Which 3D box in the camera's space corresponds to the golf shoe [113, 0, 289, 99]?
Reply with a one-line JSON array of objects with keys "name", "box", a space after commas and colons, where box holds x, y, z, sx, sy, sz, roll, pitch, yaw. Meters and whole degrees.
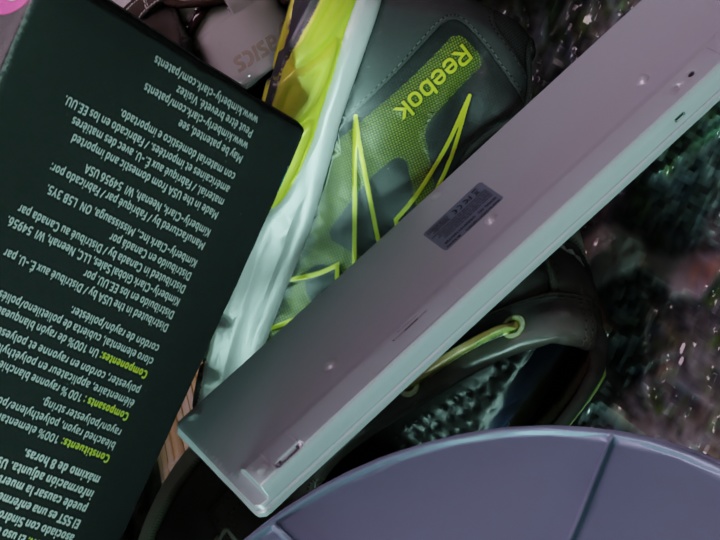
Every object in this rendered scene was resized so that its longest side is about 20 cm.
[{"name": "golf shoe", "box": [-0.053, -0.107, 0.871, 0.078, 0.200, 0.094, -37, 44, -7]}]

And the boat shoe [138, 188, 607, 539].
[{"name": "boat shoe", "box": [-0.002, 0.064, 0.793, 0.201, 0.071, 0.061, -50, 34, 25]}]

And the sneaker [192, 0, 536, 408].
[{"name": "sneaker", "box": [0.000, 0.000, 0.822, 0.075, 0.084, 0.201, -79, 3, -56]}]

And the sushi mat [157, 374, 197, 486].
[{"name": "sushi mat", "box": [-0.061, -0.010, 0.973, 0.096, 0.012, 0.201, -49, 38, 30]}]

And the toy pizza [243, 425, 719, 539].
[{"name": "toy pizza", "box": [0.035, 0.121, 0.659, 0.199, 0.032, 0.201, -9, 45, 9]}]

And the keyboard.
[{"name": "keyboard", "box": [0.033, -0.011, 0.744, 0.200, 0.011, 0.056, -42, 30, -7]}]

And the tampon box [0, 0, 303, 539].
[{"name": "tampon box", "box": [-0.139, 0.010, 0.746, 0.149, 0.126, 0.201, 22, 85, 37]}]
